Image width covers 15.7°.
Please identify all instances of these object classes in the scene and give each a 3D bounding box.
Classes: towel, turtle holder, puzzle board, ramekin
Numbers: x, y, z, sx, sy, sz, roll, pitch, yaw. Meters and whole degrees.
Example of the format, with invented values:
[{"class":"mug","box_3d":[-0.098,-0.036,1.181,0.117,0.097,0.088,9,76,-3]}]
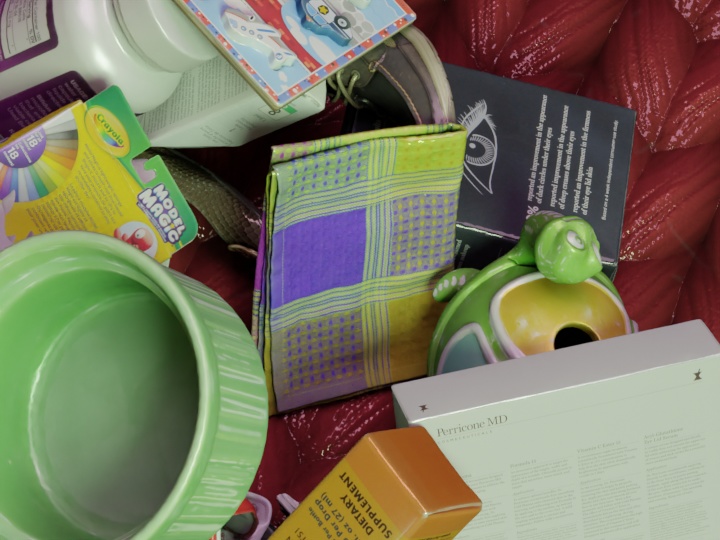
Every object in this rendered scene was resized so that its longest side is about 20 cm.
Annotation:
[{"class":"towel","box_3d":[0.000,0.000,1.694,0.143,0.200,0.023,-10,36,-22]},{"class":"turtle holder","box_3d":[0.126,0.056,1.673,0.141,0.186,0.132,26,19,-24]},{"class":"puzzle board","box_3d":[-0.072,-0.207,1.674,0.200,0.017,0.151,48,48,6]},{"class":"ramekin","box_3d":[-0.151,0.082,1.529,0.200,0.200,0.098,52,15,24]}]

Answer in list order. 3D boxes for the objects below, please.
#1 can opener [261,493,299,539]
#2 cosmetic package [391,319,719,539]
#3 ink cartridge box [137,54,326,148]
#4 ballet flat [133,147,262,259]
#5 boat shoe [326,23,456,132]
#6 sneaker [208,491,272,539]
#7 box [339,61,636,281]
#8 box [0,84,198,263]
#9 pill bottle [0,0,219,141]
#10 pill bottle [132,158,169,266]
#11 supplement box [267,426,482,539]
[{"class":"can opener","box_3d":[0.004,0.215,1.624,0.066,0.053,0.200,-46,69,0]},{"class":"cosmetic package","box_3d":[0.126,0.124,1.603,0.200,0.151,0.052,-11,31,-9]},{"class":"ink cartridge box","box_3d":[-0.109,-0.152,1.765,0.050,0.200,0.161,30,50,-41]},{"class":"ballet flat","box_3d":[-0.124,-0.055,1.791,0.200,0.067,0.046,37,84,16]},{"class":"boat shoe","box_3d":[0.004,-0.136,1.748,0.073,0.075,0.200,-21,49,-11]},{"class":"sneaker","box_3d":[-0.118,0.111,1.603,0.112,0.071,0.200,-16,72,21]},{"class":"box","box_3d":[0.078,-0.051,1.802,0.200,0.104,0.148,14,51,-2]},{"class":"box","box_3d":[-0.209,-0.020,1.624,0.200,0.048,0.117,-32,99,-14]},{"class":"pill bottle","box_3d":[-0.186,-0.144,1.717,0.112,0.200,0.112,30,51,-45]},{"class":"pill bottle","box_3d":[-0.230,-0.022,1.700,0.200,0.111,0.111,-7,55,-19]},{"class":"supplement box","box_3d":[-0.021,0.181,1.539,0.067,0.200,0.069,51,28,21]}]
